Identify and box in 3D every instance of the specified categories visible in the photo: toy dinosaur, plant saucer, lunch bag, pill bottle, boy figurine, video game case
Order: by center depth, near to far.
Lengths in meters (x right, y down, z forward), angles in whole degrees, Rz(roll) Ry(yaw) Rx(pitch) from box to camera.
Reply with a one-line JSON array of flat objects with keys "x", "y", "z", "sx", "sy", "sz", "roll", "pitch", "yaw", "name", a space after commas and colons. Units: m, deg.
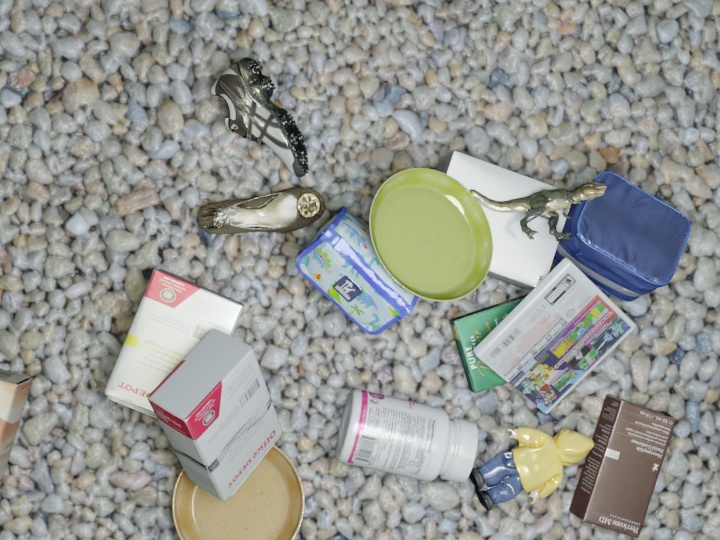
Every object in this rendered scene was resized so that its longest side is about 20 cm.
[{"x": 0.097, "y": -0.048, "z": 1.459, "sx": 0.199, "sy": 0.031, "sz": 0.202, "roll": 9, "pitch": 68, "yaw": -22, "name": "plant saucer"}, {"x": 0.265, "y": -0.086, "z": 1.497, "sx": 0.198, "sy": 0.048, "sz": 0.089, "roll": -5, "pitch": 60, "yaw": -4, "name": "toy dinosaur"}, {"x": 0.000, "y": 0.000, "z": 1.505, "sx": 0.170, "sy": 0.200, "sz": 0.128, "roll": 43, "pitch": 86, "yaw": -6, "name": "lunch bag"}, {"x": -0.184, "y": 0.353, "z": 1.551, "sx": 0.198, "sy": 0.035, "sz": 0.202, "roll": 0, "pitch": 75, "yaw": -1, "name": "plant saucer"}, {"x": 0.071, "y": 0.257, "z": 1.560, "sx": 0.199, "sy": 0.113, "sz": 0.114, "roll": 14, "pitch": 89, "yaw": -7, "name": "pill bottle"}, {"x": 0.298, "y": 0.103, "z": 1.563, "sx": 0.200, "sy": 0.023, "sz": 0.182, "roll": -46, "pitch": 119, "yaw": 9, "name": "video game case"}, {"x": 0.403, "y": -0.045, "z": 1.589, "sx": 0.199, "sy": 0.132, "sz": 0.136, "roll": 31, "pitch": 71, "yaw": -5, "name": "lunch bag"}, {"x": 0.269, "y": 0.299, "z": 1.609, "sx": 0.199, "sy": 0.064, "sz": 0.125, "roll": -26, "pitch": 93, "yaw": -7, "name": "boy figurine"}]

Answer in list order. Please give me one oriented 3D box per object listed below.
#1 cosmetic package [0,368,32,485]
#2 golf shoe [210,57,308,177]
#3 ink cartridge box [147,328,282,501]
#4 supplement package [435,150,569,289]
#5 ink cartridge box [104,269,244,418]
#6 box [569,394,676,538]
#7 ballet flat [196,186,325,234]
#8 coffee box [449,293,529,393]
[{"x": -0.557, "y": 0.246, "z": 1.492, "sx": 0.087, "sy": 0.103, "sz": 0.201, "roll": 17, "pitch": 90, "yaw": -6, "name": "cosmetic package"}, {"x": -0.152, "y": -0.220, "z": 1.557, "sx": 0.094, "sy": 0.078, "sz": 0.201, "roll": -30, "pitch": 92, "yaw": 12, "name": "golf shoe"}, {"x": -0.203, "y": 0.209, "z": 1.466, "sx": 0.083, "sy": 0.201, "sz": 0.145, "roll": 22, "pitch": 54, "yaw": 30, "name": "ink cartridge box"}, {"x": 0.200, "y": -0.075, "z": 1.573, "sx": 0.199, "sy": 0.111, "sz": 0.157, "roll": 19, "pitch": 89, "yaw": -7, "name": "supplement package"}, {"x": -0.277, "y": 0.117, "z": 1.532, "sx": 0.144, "sy": 0.083, "sz": 0.201, "roll": 23, "pitch": 88, "yaw": -6, "name": "ink cartridge box"}, {"x": 0.415, "y": 0.309, "z": 1.623, "sx": 0.099, "sy": 0.075, "sz": 0.201, "roll": 18, "pitch": 90, "yaw": -7, "name": "box"}, {"x": -0.151, "y": -0.089, "z": 1.563, "sx": 0.198, "sy": 0.046, "sz": 0.068, "roll": -6, "pitch": 92, "yaw": -7, "name": "ballet flat"}, {"x": 0.250, "y": 0.105, "z": 1.614, "sx": 0.199, "sy": 0.044, "sz": 0.124, "roll": -19, "pitch": 95, "yaw": -7, "name": "coffee box"}]
